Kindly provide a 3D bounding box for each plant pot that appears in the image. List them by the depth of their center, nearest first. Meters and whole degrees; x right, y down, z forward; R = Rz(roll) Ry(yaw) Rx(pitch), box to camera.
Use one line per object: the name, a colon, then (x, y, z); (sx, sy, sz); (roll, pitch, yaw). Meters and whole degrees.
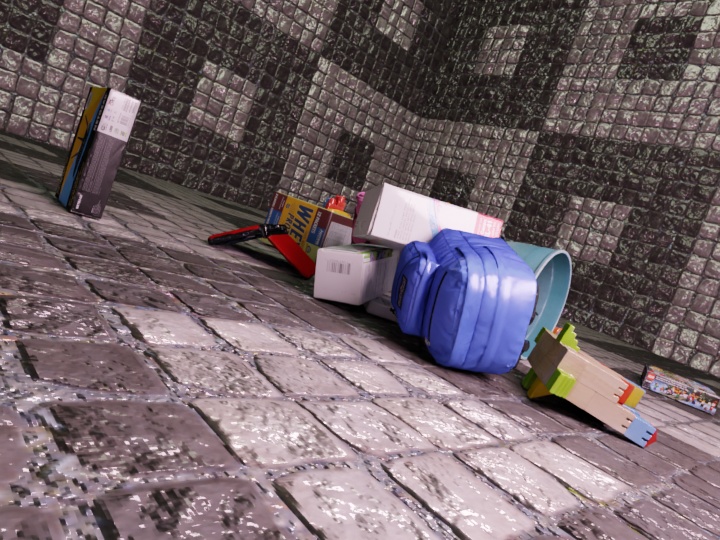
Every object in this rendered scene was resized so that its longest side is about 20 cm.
plant pot: (0.253, 0.032, 0.962); (0.188, 0.201, 0.200); (24, 7, 37)

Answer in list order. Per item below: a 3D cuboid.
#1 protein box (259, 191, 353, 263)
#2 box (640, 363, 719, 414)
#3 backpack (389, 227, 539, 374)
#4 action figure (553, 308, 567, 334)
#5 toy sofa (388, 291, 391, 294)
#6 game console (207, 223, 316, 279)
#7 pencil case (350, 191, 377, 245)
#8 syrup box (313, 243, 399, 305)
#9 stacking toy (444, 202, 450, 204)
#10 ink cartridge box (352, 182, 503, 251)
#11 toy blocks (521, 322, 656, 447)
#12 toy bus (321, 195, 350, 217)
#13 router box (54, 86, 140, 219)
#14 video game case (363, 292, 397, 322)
protein box: (-0.113, -0.097, 1.371); (0.198, 0.135, 0.200); (23, 6, 32)
box: (0.699, 0.256, 1.158); (0.136, 0.038, 0.200); (22, 6, 27)
backpack: (0.131, 0.044, 0.689); (0.167, 0.163, 0.200); (4, 18, -7)
action figure: (0.393, 0.100, 1.114); (0.199, 0.105, 0.194); (16, 15, -9)
toy sofa: (0.102, -0.030, 1.007); (0.097, 0.201, 0.083); (10, 35, 1)
game console: (-0.187, -0.031, 1.055); (0.172, 0.119, 0.200); (-12, 3, 3)
pencil case: (0.015, -0.054, 1.022); (0.090, 0.201, 0.094); (15, 26, 7)
syrup box: (0.000, 0.000, 0.877); (0.078, 0.082, 0.200); (9, 9, 19)
stacking toy: (0.178, -0.067, 1.256); (0.116, 0.201, 0.110); (19, 5, -19)
ink cartridge box: (0.102, -0.066, 0.839); (0.199, 0.086, 0.148); (17, -1, -12)
toy blocks: (0.292, 0.143, 0.659); (0.136, 0.100, 0.200); (31, 7, 7)
toy bus: (-0.091, -0.144, 1.653); (0.135, 0.193, 0.200); (18, 6, -27)
router box: (-0.439, -0.198, 0.867); (0.051, 0.201, 0.149); (18, 4, -41)
video game case: (0.099, 0.077, 0.927); (0.199, 0.024, 0.182); (19, 5, -6)
